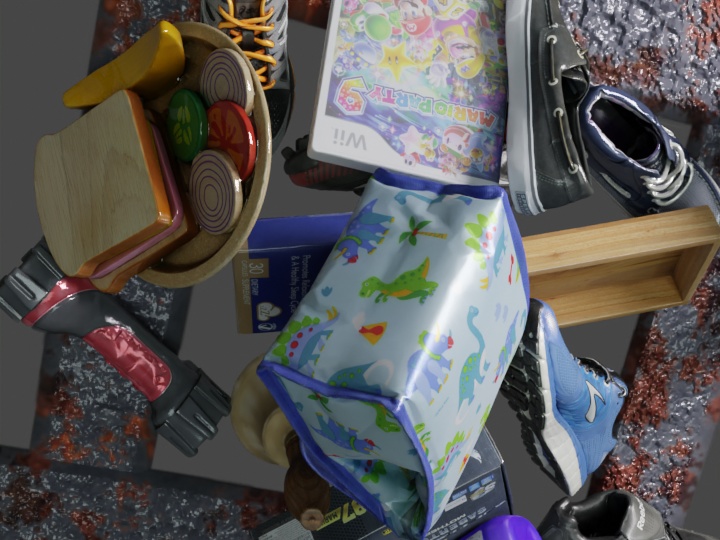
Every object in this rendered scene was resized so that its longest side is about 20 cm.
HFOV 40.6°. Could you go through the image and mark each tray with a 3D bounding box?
[{"bbox_3d":[0.182,0.004,0.789,0.196,0.038,0.099,-11,147,-7],"label":"tray"}]

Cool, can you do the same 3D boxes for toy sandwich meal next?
[{"bbox_3d":[-0.149,-0.080,0.683,0.070,0.203,0.209,1,108,-54],"label":"toy sandwich meal"}]

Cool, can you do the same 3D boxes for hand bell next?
[{"bbox_3d":[-0.045,0.136,0.725,0.102,0.200,0.106,-2,103,-8],"label":"hand bell"}]

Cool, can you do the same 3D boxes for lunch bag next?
[{"bbox_3d":[0.038,0.063,0.648,0.172,0.126,0.201,-59,144,-27],"label":"lunch bag"}]

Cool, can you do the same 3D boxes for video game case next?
[{"bbox_3d":[0.044,-0.163,0.718,0.140,0.018,0.204,12,73,-12],"label":"video game case"}]

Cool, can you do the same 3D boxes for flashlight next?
[{"bbox_3d":[-0.190,0.063,0.754,0.068,0.068,0.200,-43,105,1],"label":"flashlight"}]

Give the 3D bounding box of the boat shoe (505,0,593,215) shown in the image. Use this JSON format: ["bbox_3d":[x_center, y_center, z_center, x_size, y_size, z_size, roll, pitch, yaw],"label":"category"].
[{"bbox_3d":[0.140,-0.135,0.710,0.056,0.069,0.204,-6,66,25],"label":"boat shoe"}]

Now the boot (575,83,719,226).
[{"bbox_3d":[0.233,-0.077,0.778,0.198,0.090,0.073,33,96,-14],"label":"boot"}]

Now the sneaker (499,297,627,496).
[{"bbox_3d":[0.167,0.093,0.808,0.089,0.078,0.202,-36,129,-13],"label":"sneaker"}]

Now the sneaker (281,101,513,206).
[{"bbox_3d":[0.039,-0.074,0.758,0.196,0.071,0.100,-7,102,-9],"label":"sneaker"}]

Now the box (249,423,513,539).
[{"bbox_3d":[0.025,0.203,0.783,0.197,0.158,0.052,-26,61,-3],"label":"box"}]

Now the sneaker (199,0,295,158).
[{"bbox_3d":[-0.086,-0.179,0.712,0.077,0.077,0.204,-6,105,-9],"label":"sneaker"}]

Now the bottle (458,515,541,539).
[{"bbox_3d":[0.071,0.284,0.812,0.199,0.084,0.065,-41,146,23],"label":"bottle"}]

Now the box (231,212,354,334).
[{"bbox_3d":[0.000,0.000,0.752,0.196,0.033,0.122,-6,148,-8],"label":"box"}]

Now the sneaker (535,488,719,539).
[{"bbox_3d":[0.243,0.237,0.853,0.196,0.067,0.092,6,124,-9],"label":"sneaker"}]
